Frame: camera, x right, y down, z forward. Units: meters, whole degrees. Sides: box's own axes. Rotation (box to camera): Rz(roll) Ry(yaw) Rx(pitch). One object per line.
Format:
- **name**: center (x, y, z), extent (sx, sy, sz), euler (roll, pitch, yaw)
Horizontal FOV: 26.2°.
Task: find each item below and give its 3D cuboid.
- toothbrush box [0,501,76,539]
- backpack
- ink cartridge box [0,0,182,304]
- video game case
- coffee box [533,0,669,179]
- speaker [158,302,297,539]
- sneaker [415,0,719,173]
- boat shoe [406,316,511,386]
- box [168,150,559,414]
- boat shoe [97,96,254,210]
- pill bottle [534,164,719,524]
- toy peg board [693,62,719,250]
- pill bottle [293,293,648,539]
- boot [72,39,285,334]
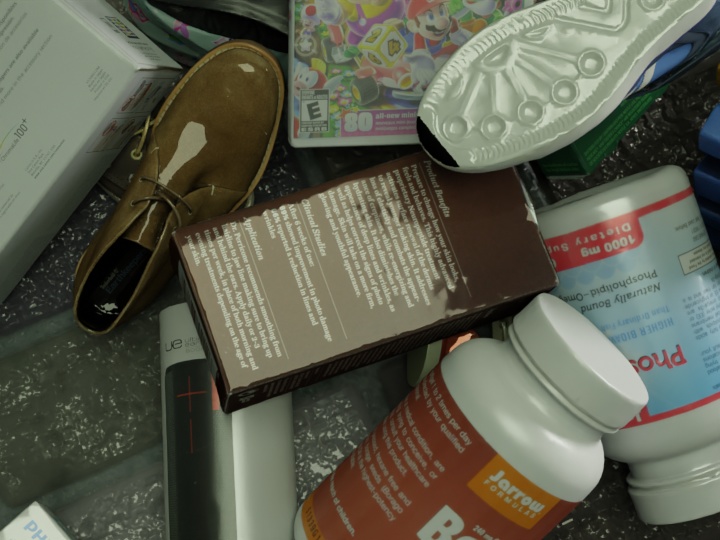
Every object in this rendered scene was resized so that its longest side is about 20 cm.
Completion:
- **toothbrush box**: center (-0.208, 0.253, 0.874), extent (0.200, 0.085, 0.146), euler (-40, 83, -14)
- **backpack**: center (-0.053, -0.184, 0.972), extent (0.200, 0.127, 0.167), euler (9, 75, -6)
- **ink cartridge box**: center (-0.239, -0.099, 0.917), extent (0.176, 0.084, 0.200), euler (42, 103, 4)
- **video game case**: center (0.030, -0.170, 0.885), extent (0.143, 0.018, 0.200), euler (-3, 111, -11)
- **coffee box**: center (0.119, -0.172, 0.966), extent (0.123, 0.044, 0.200), euler (-47, 118, -28)
- **speaker**: center (-0.078, 0.118, 0.922), extent (0.081, 0.081, 0.200), euler (-2, 77, -5)
- **sneaker**: center (0.126, -0.112, 0.883), extent (0.200, 0.146, 0.081), euler (-38, 78, 2)
- **boat shoe**: center (0.074, -0.017, 0.973), extent (0.063, 0.071, 0.200), euler (11, 75, -10)
- **box**: center (0.000, 0.000, 0.883), extent (0.200, 0.075, 0.100), euler (-18, 79, -10)
- **boat shoe**: center (-0.154, -0.094, 0.976), extent (0.200, 0.060, 0.072), euler (37, 76, 4)
- **pill bottle**: center (0.175, 0.045, 0.936), extent (0.109, 0.109, 0.200), euler (-20, 92, -9)
- **toy peg board**: center (0.254, -0.101, 0.956), extent (0.098, 0.200, 0.199), euler (29, 75, 21)
- **pill bottle**: center (0.064, 0.112, 0.878), extent (0.112, 0.112, 0.200), euler (44, 107, 6)
- **boot**: center (-0.108, -0.044, 0.915), extent (0.074, 0.075, 0.200), euler (32, 106, -8)
